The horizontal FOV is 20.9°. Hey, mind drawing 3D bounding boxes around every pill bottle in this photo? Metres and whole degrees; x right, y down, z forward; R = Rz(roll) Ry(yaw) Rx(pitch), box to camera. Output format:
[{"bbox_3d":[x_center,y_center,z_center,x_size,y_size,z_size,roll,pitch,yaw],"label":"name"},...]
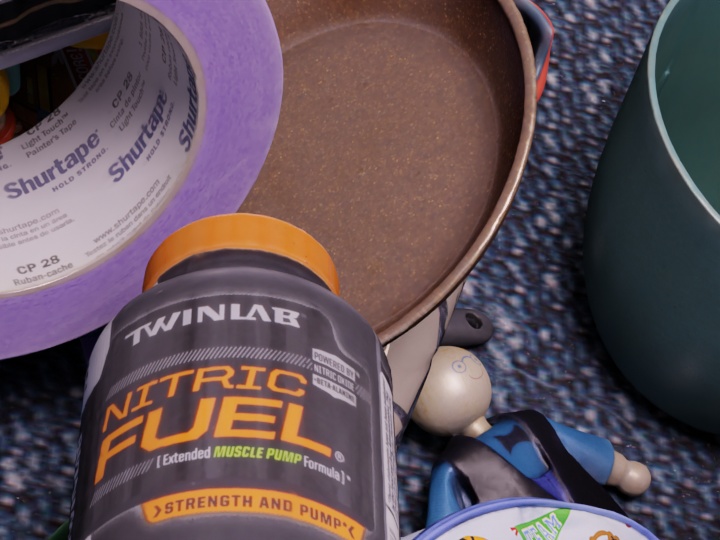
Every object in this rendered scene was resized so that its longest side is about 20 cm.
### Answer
[{"bbox_3d":[-0.040,0.072,0.625,0.106,0.107,0.201,11,42,-12],"label":"pill bottle"}]

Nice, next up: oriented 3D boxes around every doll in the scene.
[{"bbox_3d":[0.088,0.114,0.838,0.136,0.049,0.200,-28,70,-43],"label":"doll"}]

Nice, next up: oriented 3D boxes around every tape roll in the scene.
[{"bbox_3d":[-0.134,-0.068,0.705,0.199,0.201,0.085,-13,46,-27],"label":"tape roll"}]

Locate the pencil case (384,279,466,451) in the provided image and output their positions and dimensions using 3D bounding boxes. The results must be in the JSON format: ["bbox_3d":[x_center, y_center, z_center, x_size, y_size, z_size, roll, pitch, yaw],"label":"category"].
[{"bbox_3d":[0.000,0.000,0.830,0.089,0.078,0.201,21,73,3],"label":"pencil case"}]

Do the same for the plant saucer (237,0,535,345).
[{"bbox_3d":[-0.016,-0.041,0.778,0.199,0.037,0.201,-15,58,24],"label":"plant saucer"}]

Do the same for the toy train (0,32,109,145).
[{"bbox_3d":[-0.155,-0.115,0.864,0.150,0.056,0.200,24,50,36],"label":"toy train"}]

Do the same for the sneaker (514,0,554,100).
[{"bbox_3d":[0.018,-0.073,0.923,0.075,0.085,0.200,43,53,13],"label":"sneaker"}]

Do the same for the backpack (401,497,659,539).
[{"bbox_3d":[0.055,0.175,0.670,0.199,0.154,0.191,5,62,-43],"label":"backpack"}]

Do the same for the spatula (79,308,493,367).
[{"bbox_3d":[-0.028,0.033,0.870,0.199,0.021,0.057,-5,54,-23],"label":"spatula"}]

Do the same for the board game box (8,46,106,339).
[{"bbox_3d":[-0.148,-0.056,0.868,0.135,0.035,0.201,-7,52,-24],"label":"board game box"}]

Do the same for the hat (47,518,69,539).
[{"bbox_3d":[-0.044,0.120,0.701,0.165,0.176,0.201,21,52,-2],"label":"hat"}]

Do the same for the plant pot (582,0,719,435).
[{"bbox_3d":[0.192,-0.016,0.896,0.199,0.161,0.201,10,53,-14],"label":"plant pot"}]

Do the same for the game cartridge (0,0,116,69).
[{"bbox_3d":[-0.146,-0.134,0.813,0.199,0.041,0.133,-22,35,-15],"label":"game cartridge"}]
